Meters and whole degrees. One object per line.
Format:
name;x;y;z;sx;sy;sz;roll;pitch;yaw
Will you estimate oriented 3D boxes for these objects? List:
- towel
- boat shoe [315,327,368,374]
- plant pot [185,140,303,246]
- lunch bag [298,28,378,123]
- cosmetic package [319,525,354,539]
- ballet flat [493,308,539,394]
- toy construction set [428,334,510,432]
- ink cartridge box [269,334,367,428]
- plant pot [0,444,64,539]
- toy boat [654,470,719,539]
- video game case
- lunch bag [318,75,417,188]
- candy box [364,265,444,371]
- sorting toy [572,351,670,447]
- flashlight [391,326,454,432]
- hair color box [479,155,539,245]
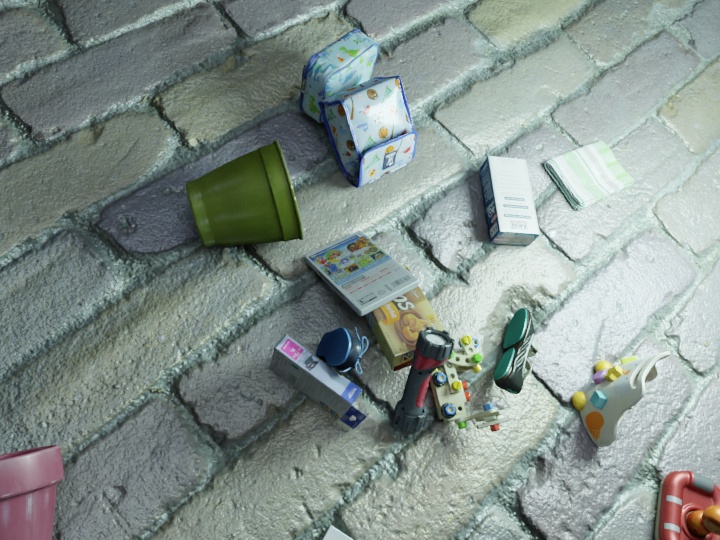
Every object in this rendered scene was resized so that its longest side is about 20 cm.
towel;0.565;-0.241;1.623;0.199;0.031;0.150;-23;73;-23
boat shoe;-0.024;0.141;1.190;0.068;0.200;0.084;26;86;-13
plant pot;-0.230;-0.132;1.287;0.192;0.201;0.201;-16;69;-9
lunch bag;-0.052;-0.435;1.487;0.082;0.161;0.200;37;60;12
cosmetic package;-0.039;0.546;1.070;0.150;0.052;0.200;31;61;4
ballet flat;0.321;0.168;1.339;0.068;0.068;0.200;40;52;-13
toy construction set;0.202;0.226;1.273;0.131;0.092;0.201;-8;56;-18
ink cartridge box;-0.072;0.204;1.190;0.200;0.119;0.042;37;63;6
plant pot;-0.535;0.366;0.964;0.199;0.200;0.180;-8;82;-18
toy boat;0.640;0.474;1.234;0.130;0.131;0.201;22;61;-3
video game case;0.000;0.000;1.316;0.143;0.018;0.200;-26;47;-25
lunch bag;0.028;-0.301;1.442;0.170;0.124;0.201;-29;117;-25
candy box;0.077;0.088;1.284;0.115;0.055;0.200;-15;49;-16
sorting toy;0.528;0.225;1.300;0.107;0.180;0.200;43;62;8
flashlight;0.116;0.202;1.201;0.068;0.201;0.068;26;30;29
hair color box;0.338;-0.159;1.506;0.100;0.061;0.201;3;63;-12
